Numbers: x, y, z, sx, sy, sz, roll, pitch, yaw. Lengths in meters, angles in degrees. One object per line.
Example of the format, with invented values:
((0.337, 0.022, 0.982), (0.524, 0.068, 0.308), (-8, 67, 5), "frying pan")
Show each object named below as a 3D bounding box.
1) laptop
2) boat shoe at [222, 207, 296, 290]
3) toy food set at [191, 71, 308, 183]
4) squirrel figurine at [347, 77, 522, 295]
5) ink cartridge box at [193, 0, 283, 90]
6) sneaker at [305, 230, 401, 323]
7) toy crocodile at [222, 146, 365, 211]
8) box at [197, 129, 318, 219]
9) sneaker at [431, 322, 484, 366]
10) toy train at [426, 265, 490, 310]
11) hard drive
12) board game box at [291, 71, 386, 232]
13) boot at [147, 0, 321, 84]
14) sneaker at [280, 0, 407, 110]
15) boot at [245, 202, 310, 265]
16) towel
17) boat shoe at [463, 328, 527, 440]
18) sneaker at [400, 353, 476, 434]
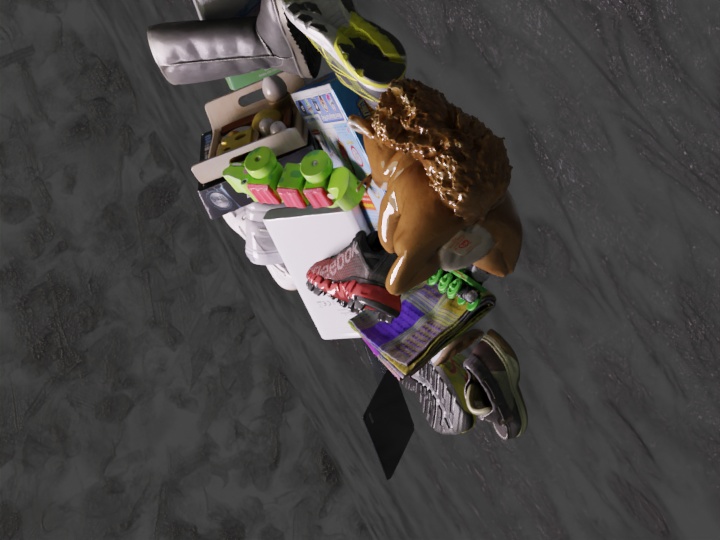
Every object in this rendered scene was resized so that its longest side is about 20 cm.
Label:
((0.022, 0.228, 2.228), (0.200, 0.103, 0.178), (48, 163, 46), "laptop")
((-0.136, -0.065, 1.816), (0.200, 0.071, 0.069), (51, 167, 3), "boat shoe")
((-0.142, -0.192, 1.634), (0.201, 0.142, 0.061), (-91, -22, -61), "toy food set")
((0.066, -0.105, 1.232), (0.201, 0.140, 0.188), (99, 152, -50), "squirrel figurine")
((-0.172, -0.357, 1.622), (0.201, 0.083, 0.145), (73, 173, -50), "ink cartridge box")
((0.000, 0.000, 1.516), (0.070, 0.099, 0.200), (24, 174, -26), "sneaker")
((-0.080, -0.102, 1.513), (0.198, 0.062, 0.068), (6, 151, 30), "toy crocodile")
((-0.132, -0.153, 1.674), (0.200, 0.159, 0.044), (-100, -13, -62), "box")
((0.091, 0.053, 1.548), (0.109, 0.070, 0.200), (58, 179, 6), "sneaker")
((0.098, -0.003, 1.441), (0.042, 0.057, 0.200), (34, 180, -20), "toy train")
((-0.028, 0.002, 1.619), (0.131, 0.027, 0.201), (-4, 128, 29), "hard drive")
((0.006, -0.140, 1.512), (0.197, 0.056, 0.200), (62, 168, -12), "board game box")
((-0.159, -0.290, 1.524), (0.198, 0.073, 0.183), (7, 143, 17), "boot")
((-0.021, -0.239, 1.337), (0.200, 0.074, 0.085), (54, 168, 29), "sneaker")
((-0.056, -0.072, 1.669), (0.074, 0.198, 0.096), (-141, 44, -56), "boot")
((0.068, 0.048, 1.495), (0.023, 0.143, 0.200), (51, 176, -25), "towel")
((0.157, 0.148, 1.546), (0.072, 0.066, 0.202), (51, 165, 35), "boat shoe")
((0.118, 0.144, 1.658), (0.200, 0.089, 0.079), (-125, 37, -59), "sneaker")
